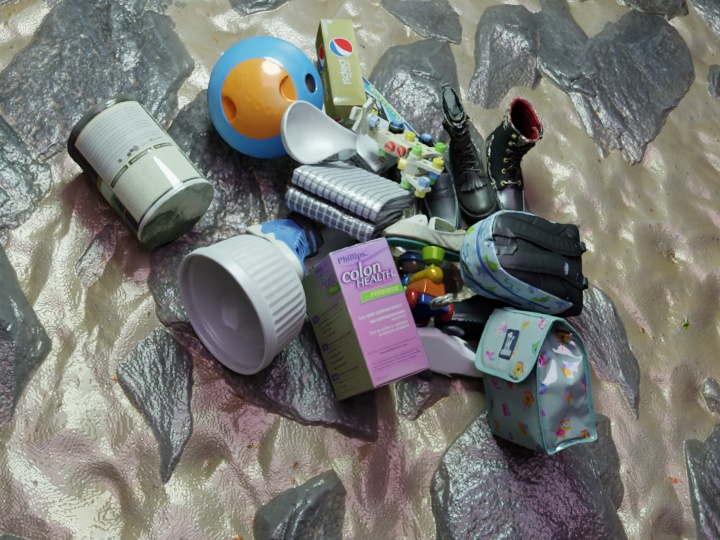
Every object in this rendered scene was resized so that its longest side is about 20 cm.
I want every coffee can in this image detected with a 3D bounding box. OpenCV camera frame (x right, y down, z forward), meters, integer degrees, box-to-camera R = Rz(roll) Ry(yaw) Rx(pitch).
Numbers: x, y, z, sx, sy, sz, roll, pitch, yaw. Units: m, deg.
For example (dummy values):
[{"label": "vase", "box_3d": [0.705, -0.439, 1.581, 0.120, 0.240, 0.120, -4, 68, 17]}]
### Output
[{"label": "coffee can", "box_3d": [-0.350, -0.158, 1.396, 0.146, 0.147, 0.200, -35, 75, -28]}]

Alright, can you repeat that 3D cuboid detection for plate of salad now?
[{"label": "plate of salad", "box_3d": [0.000, 0.000, 1.460, 0.197, 0.048, 0.203, 7, 61, -12]}]

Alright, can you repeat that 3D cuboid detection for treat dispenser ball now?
[{"label": "treat dispenser ball", "box_3d": [-0.161, -0.294, 1.490, 0.198, 0.202, 0.204, 6, 60, -11]}]

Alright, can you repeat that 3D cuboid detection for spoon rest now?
[{"label": "spoon rest", "box_3d": [-0.063, -0.218, 1.432, 0.199, 0.060, 0.101, 2, 85, -59]}]

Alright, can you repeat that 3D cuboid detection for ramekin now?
[{"label": "ramekin", "box_3d": [-0.171, 0.044, 1.309, 0.105, 0.201, 0.200, -32, 73, -37]}]

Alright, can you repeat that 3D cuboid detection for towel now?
[{"label": "towel", "box_3d": [-0.017, -0.115, 1.446, 0.164, 0.087, 0.200, 24, 17, 14]}]

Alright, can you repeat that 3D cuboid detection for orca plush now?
[{"label": "orca plush", "box_3d": [0.150, 0.121, 1.422, 0.197, 0.107, 0.071, 6, 29, -8]}]

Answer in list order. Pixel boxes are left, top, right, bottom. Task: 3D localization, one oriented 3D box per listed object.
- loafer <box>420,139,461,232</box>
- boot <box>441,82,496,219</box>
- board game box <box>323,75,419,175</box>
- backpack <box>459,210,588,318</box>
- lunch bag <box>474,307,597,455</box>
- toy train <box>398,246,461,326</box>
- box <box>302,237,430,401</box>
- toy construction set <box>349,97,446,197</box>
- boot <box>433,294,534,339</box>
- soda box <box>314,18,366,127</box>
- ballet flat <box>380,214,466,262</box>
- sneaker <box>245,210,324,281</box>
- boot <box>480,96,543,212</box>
[{"label": "loafer", "box_3d": [0.135, -0.145, 1.557, 0.067, 0.071, 0.203, -12, 63, 1]}, {"label": "boot", "box_3d": [0.180, -0.208, 1.542, 0.068, 0.175, 0.202, -19, 57, 3]}, {"label": "board game box", "box_3d": [0.005, -0.275, 1.620, 0.126, 0.035, 0.200, -34, 74, -27]}, {"label": "backpack", "box_3d": [0.256, -0.016, 1.405, 0.199, 0.152, 0.166, 18, 66, -45]}, {"label": "lunch bag", "box_3d": [0.262, 0.159, 1.330, 0.120, 0.170, 0.203, -14, 98, -21]}, {"label": "toy train", "box_3d": [0.113, 0.014, 1.369, 0.084, 0.199, 0.118, 17, 70, -23]}, {"label": "box", "box_3d": [0.001, 0.078, 1.317, 0.095, 0.176, 0.203, -17, 82, -22]}, {"label": "toy construction set", "box_3d": [0.065, -0.210, 1.497, 0.200, 0.093, 0.131, 42, 37, 11]}, {"label": "boot", "box_3d": [0.207, 0.028, 1.481, 0.197, 0.076, 0.171, 5, 64, -20]}, {"label": "soda box", "box_3d": [-0.037, -0.360, 1.596, 0.063, 0.068, 0.203, -2, 62, -15]}, {"label": "ballet flat", "box_3d": [0.105, -0.060, 1.443, 0.198, 0.067, 0.063, 14, 75, -45]}, {"label": "sneaker", "box_3d": [-0.102, -0.040, 1.389, 0.110, 0.200, 0.078, -19, 112, -20]}, {"label": "boot", "box_3d": [0.278, -0.197, 1.582, 0.072, 0.151, 0.203, 3, 61, -13]}]
